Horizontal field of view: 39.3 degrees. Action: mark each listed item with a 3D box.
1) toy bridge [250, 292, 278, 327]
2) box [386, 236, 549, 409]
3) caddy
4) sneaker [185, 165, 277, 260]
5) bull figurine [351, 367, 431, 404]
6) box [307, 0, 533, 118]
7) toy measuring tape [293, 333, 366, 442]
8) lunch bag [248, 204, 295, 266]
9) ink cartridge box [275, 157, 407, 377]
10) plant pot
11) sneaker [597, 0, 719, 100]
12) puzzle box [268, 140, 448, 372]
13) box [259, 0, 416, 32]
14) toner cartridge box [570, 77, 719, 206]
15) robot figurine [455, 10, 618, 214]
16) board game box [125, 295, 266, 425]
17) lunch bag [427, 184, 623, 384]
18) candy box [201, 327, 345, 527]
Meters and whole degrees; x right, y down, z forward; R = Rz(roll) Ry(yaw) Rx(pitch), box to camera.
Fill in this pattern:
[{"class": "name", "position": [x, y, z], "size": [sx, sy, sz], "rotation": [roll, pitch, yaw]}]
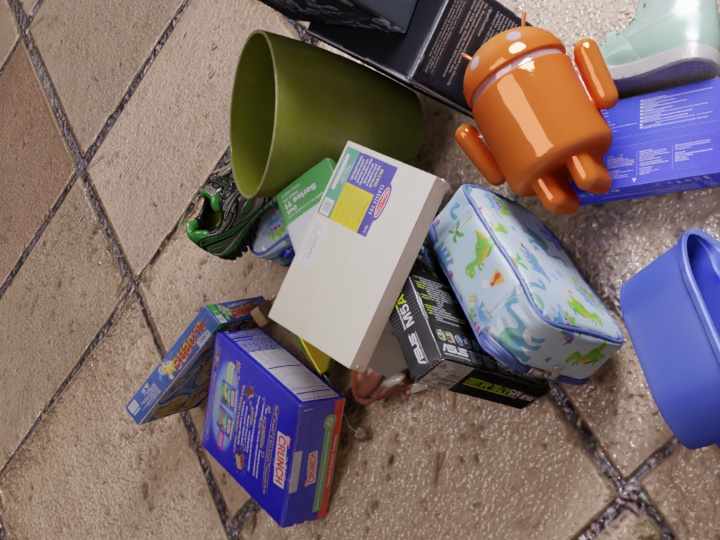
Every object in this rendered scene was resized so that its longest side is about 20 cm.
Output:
[{"class": "toy bridge", "position": [-0.060, 0.001, 1.299], "size": [0.200, 0.067, 0.027], "rotation": [-40, 88, 30]}, {"class": "box", "position": [0.095, 0.038, 1.044], "size": [0.047, 0.199, 0.195], "rotation": [-41, 54, 25]}, {"class": "caddy", "position": [0.314, 0.062, 0.868], "size": [0.105, 0.140, 0.202], "rotation": [-37, 55, 36]}, {"class": "sneaker", "position": [-0.150, -0.103, 1.291], "size": [0.078, 0.085, 0.201], "rotation": [43, 107, 39]}, {"class": "bull figurine", "position": [0.032, 0.057, 1.194], "size": [0.120, 0.065, 0.203], "rotation": [-11, 71, 39]}, {"class": "box", "position": [0.082, -0.264, 1.147], "size": [0.199, 0.195, 0.125], "rotation": [36, 102, 44]}, {"class": "toy measuring tape", "position": [-0.025, 0.110, 1.246], "size": [0.073, 0.073, 0.201], "rotation": [-42, 69, 27]}, {"class": "lunch bag", "position": [-0.072, -0.108, 1.332], "size": [0.199, 0.082, 0.163], "rotation": [-35, 55, 31]}, {"class": "ink cartridge box", "position": [0.000, 0.000, 1.107], "size": [0.083, 0.146, 0.202], "rotation": [-32, 55, 17]}, {"class": "plant pot", "position": [-0.034, -0.174, 1.179], "size": [0.187, 0.197, 0.190], "rotation": [-179, 90, -67]}, {"class": "sneaker", "position": [0.281, -0.237, 1.040], "size": [0.199, 0.073, 0.120], "rotation": [-7, 65, 45]}, {"class": "puzzle box", "position": [-0.004, -0.017, 0.997], "size": [0.132, 0.025, 0.202], "rotation": [28, 94, 43]}, {"class": "box", "position": [-0.047, -0.332, 1.051], "size": [0.199, 0.147, 0.109], "rotation": [20, 91, 46]}, {"class": "toner cartridge box", "position": [0.286, -0.126, 1.017], "size": [0.198, 0.043, 0.097], "rotation": [-6, 74, 43]}, {"class": "robot figurine", "position": [0.173, -0.155, 1.005], "size": [0.202, 0.115, 0.144], "rotation": [65, 156, 15]}, {"class": "board game box", "position": [-0.216, 0.120, 1.367], "size": [0.035, 0.135, 0.200], "rotation": [47, 114, 16]}, {"class": "lunch bag", "position": [0.164, 0.016, 1.004], "size": [0.083, 0.159, 0.201], "rotation": [-49, 47, 26]}, {"class": "candy box", "position": [-0.113, 0.190, 1.257], "size": [0.199, 0.076, 0.171], "rotation": [34, 121, 46]}]
